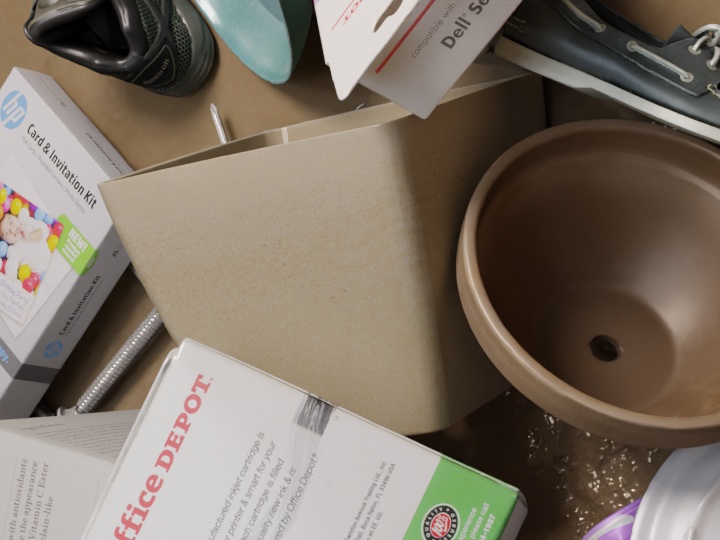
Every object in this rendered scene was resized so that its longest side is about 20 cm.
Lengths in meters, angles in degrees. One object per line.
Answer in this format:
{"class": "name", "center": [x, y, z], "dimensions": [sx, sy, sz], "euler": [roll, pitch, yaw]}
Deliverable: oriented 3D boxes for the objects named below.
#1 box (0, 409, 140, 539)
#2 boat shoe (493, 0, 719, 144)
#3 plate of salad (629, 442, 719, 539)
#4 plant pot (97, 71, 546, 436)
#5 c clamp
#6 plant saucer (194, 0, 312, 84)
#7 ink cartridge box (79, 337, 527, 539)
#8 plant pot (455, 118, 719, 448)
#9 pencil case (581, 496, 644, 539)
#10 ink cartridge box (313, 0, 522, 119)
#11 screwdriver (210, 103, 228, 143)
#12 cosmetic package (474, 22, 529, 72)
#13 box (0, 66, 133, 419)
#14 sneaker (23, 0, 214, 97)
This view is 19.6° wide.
{"class": "box", "center": [-0.145, 0.195, 1.282], "dimensions": [0.131, 0.200, 0.199], "euler": [13, 97, 29]}
{"class": "boat shoe", "center": [0.174, -0.112, 1.151], "dimensions": [0.200, 0.073, 0.062], "euler": [22, 97, 15]}
{"class": "plate of salad", "center": [0.241, 0.164, 1.103], "dimensions": [0.200, 0.048, 0.200], "euler": [-1, 68, 2]}
{"class": "plant pot", "center": [0.000, 0.000, 1.211], "dimensions": [0.200, 0.200, 0.177], "euler": [-10, 98, 31]}
{"class": "c clamp", "center": [-0.173, 0.042, 1.400], "dimensions": [0.200, 0.027, 0.171], "euler": [-44, 67, 24]}
{"class": "plant saucer", "center": [-0.083, -0.210, 1.283], "dimensions": [0.036, 0.200, 0.200], "euler": [-31, 69, -14]}
{"class": "ink cartridge box", "center": [-0.032, 0.143, 1.104], "dimensions": [0.200, 0.084, 0.146], "euler": [25, 84, 13]}
{"class": "plant pot", "center": [0.145, 0.022, 1.142], "dimensions": [0.201, 0.201, 0.093], "euler": [49, 150, 22]}
{"class": "pencil case", "center": [0.198, 0.213, 1.142], "dimensions": [0.085, 0.084, 0.200], "euler": [-30, 73, -10]}
{"class": "ink cartridge box", "center": [0.034, -0.162, 1.097], "dimensions": [0.117, 0.067, 0.200], "euler": [-51, 25, 24]}
{"class": "screwdriver", "center": [-0.067, -0.016, 1.332], "dimensions": [0.028, 0.029, 0.200], "euler": [-25, 82, 29]}
{"class": "cosmetic package", "center": [0.042, -0.218, 1.244], "dimensions": [0.200, 0.081, 0.113], "euler": [42, 110, 24]}
{"class": "box", "center": [-0.235, -0.012, 1.418], "dimensions": [0.156, 0.041, 0.200], "euler": [47, 110, 33]}
{"class": "sneaker", "center": [-0.185, -0.201, 1.363], "dimensions": [0.076, 0.114, 0.199], "euler": [-42, 67, 22]}
